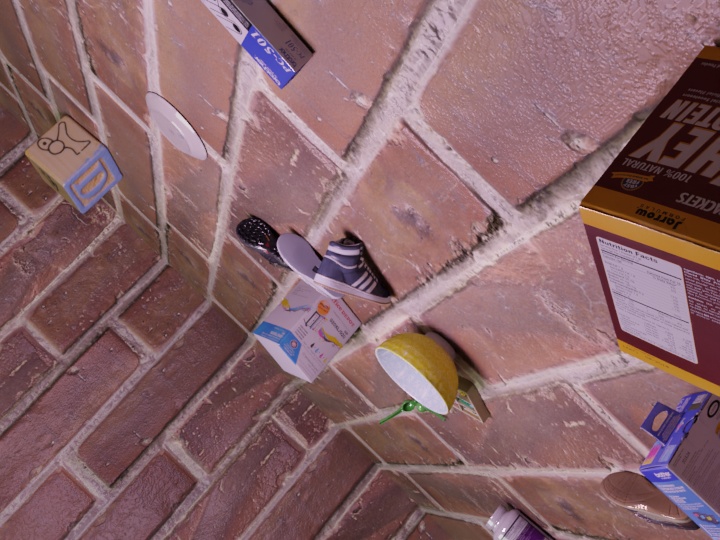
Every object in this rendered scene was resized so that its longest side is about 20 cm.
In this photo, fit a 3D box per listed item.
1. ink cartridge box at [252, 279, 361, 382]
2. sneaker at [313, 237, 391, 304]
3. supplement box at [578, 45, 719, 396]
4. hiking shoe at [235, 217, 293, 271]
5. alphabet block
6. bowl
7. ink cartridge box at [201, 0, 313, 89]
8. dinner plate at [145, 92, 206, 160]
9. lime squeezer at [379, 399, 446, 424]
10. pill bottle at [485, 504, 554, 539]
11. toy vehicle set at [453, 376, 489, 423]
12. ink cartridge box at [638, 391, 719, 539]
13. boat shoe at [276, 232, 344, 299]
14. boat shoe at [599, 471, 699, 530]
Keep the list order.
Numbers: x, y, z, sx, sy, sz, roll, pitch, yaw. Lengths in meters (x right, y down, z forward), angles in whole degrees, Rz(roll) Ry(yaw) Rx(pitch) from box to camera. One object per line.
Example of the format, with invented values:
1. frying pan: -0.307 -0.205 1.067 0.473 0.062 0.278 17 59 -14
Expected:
1. ink cartridge box: -0.131 0.144 2.110 0.144 0.200 0.148 11 144 56
2. sneaker: 0.000 0.000 1.728 0.198 0.110 0.070 18 179 -41
3. supplement box: 0.309 -0.037 0.712 0.132 0.198 0.201 26 157 42
4. hiking shoe: -0.225 -0.051 2.074 0.199 0.076 0.101 33 157 27
5. alphabet block: -0.936 -0.346 2.783 0.199 0.195 0.197 38 160 18
6. bowl: 0.138 0.193 1.777 0.199 0.108 0.201 39 163 15
7. ink cartridge box: -0.161 -0.367 1.250 0.200 0.044 0.094 47 164 -10
8. dinner plate: -0.437 -0.331 1.989 0.199 0.024 0.201 38 162 15
9. lime squeezer: 0.143 0.372 2.263 0.197 0.071 0.038 -8 117 30
10. pill bottle: 0.448 0.746 2.360 0.199 0.113 0.113 38 162 19
11. toy vehicle set: 0.199 0.267 1.947 0.199 0.027 0.125 25 155 46
12. ink cartridge box: 0.471 0.259 1.139 0.200 0.137 0.076 44 158 0
13. boat shoe: -0.118 -0.003 1.953 0.200 0.074 0.065 46 158 -3
14. boat shoe: 0.517 0.418 1.519 0.199 0.072 0.065 3 133 56
